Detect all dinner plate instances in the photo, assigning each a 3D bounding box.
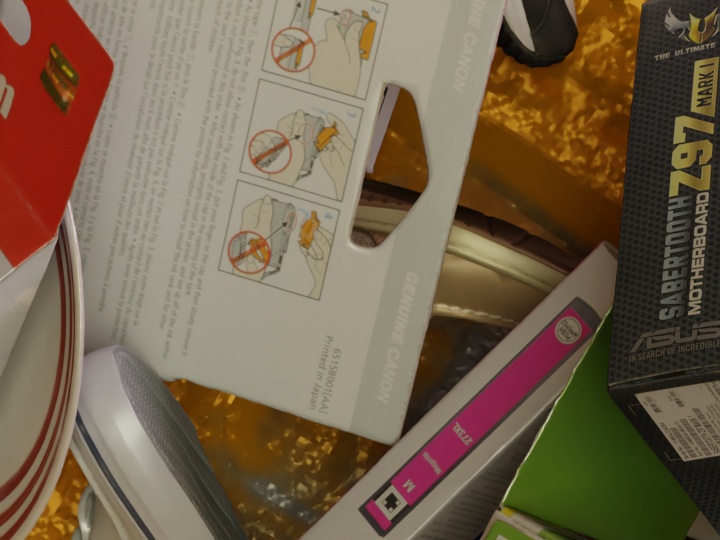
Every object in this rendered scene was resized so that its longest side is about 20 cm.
[{"bbox_3d":[-0.149,0.010,0.920,0.024,0.200,0.200,-4,95,-40],"label":"dinner plate"}]

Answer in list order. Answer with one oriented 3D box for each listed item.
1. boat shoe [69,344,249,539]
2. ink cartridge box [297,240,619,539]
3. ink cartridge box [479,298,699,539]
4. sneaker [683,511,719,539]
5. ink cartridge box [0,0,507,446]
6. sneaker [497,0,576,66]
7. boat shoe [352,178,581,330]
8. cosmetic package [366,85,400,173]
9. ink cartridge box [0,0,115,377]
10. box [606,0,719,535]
[{"bbox_3d":[-0.072,0.111,0.938,0.067,0.074,0.200,-24,129,4],"label":"boat shoe"},{"bbox_3d":[0.042,0.076,0.937,0.200,0.095,0.037,-47,67,9],"label":"ink cartridge box"},{"bbox_3d":[0.105,0.106,0.882,0.076,0.148,0.200,28,91,33],"label":"ink cartridge box"},{"bbox_3d":[0.095,0.123,0.992,0.200,0.074,0.080,-42,95,-2],"label":"sneaker"},{"bbox_3d":[-0.044,-0.057,0.910,0.173,0.044,0.200,16,109,8],"label":"ink cartridge box"},{"bbox_3d":[0.061,-0.176,0.960,0.080,0.074,0.200,-11,95,-7],"label":"sneaker"},{"bbox_3d":[0.000,0.000,0.980,0.200,0.071,0.065,17,97,4],"label":"boat shoe"},{"bbox_3d":[-0.078,-0.106,0.970,0.200,0.051,0.083,18,91,-7],"label":"cosmetic package"},{"bbox_3d":[-0.166,-0.035,0.881,0.047,0.160,0.200,-6,134,-39],"label":"ink cartridge box"},{"bbox_3d":[0.148,0.024,0.873,0.051,0.158,0.200,-11,141,28],"label":"box"}]
